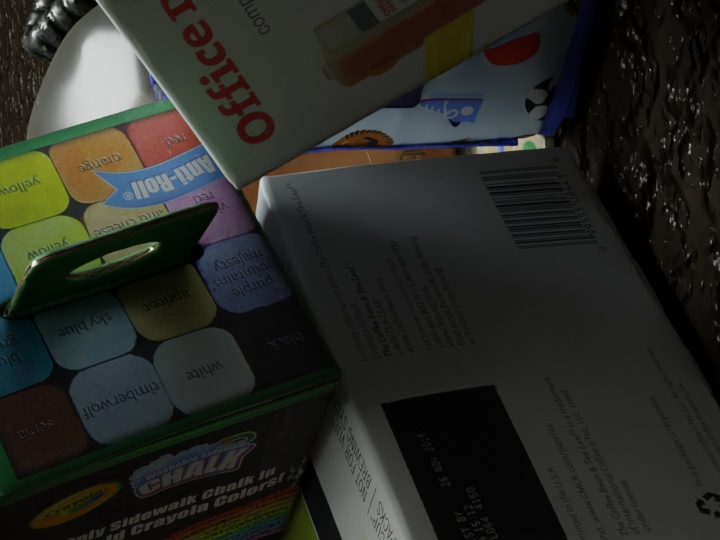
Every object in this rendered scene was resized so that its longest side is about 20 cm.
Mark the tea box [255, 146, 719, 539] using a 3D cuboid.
[{"bbox_3d":[0.038,0.095,0.709,0.197,0.133,0.201,102,154,-43],"label":"tea box"}]

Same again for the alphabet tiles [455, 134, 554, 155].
[{"bbox_3d":[0.054,-0.004,0.860,0.166,0.006,0.201,-148,55,-69],"label":"alphabet tiles"}]

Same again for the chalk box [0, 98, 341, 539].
[{"bbox_3d":[-0.093,0.032,0.644,0.124,0.124,0.200,60,153,26],"label":"chalk box"}]

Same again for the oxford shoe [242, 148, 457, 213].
[{"bbox_3d":[-0.050,-0.029,0.877,0.071,0.199,0.072,-18,-83,-73],"label":"oxford shoe"}]

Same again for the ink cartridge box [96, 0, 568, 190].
[{"bbox_3d":[0.005,-0.137,0.577,0.145,0.199,0.084,55,-172,-45],"label":"ink cartridge box"}]

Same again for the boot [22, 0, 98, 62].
[{"bbox_3d":[-0.117,-0.083,1.024,0.079,0.157,0.212,23,88,58],"label":"boot"}]

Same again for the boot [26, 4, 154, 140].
[{"bbox_3d":[-0.089,-0.111,0.921,0.074,0.075,0.200,46,110,24],"label":"boot"}]

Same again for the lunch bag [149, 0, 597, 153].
[{"bbox_3d":[0.001,-0.144,0.721,0.124,0.169,0.201,-133,42,-71],"label":"lunch bag"}]
